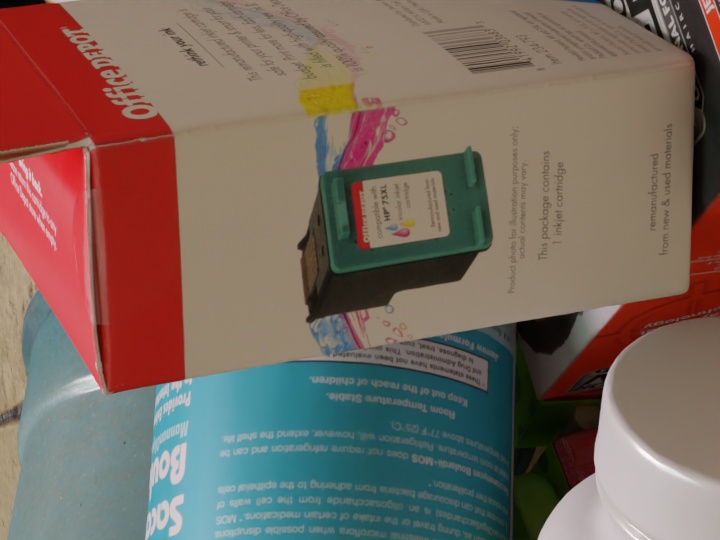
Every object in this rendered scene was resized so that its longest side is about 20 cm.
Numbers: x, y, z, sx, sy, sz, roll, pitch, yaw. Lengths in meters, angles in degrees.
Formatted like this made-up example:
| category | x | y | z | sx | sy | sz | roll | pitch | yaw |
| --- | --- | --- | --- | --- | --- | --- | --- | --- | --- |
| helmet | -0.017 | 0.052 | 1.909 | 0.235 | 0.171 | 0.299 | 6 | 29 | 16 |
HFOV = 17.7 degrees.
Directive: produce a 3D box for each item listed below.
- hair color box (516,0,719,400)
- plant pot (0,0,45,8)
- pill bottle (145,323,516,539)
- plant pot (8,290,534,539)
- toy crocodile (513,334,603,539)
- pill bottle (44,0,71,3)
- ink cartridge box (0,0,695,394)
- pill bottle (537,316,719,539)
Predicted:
| category | x | y | z | sx | sy | sz | roll | pitch | yaw |
| --- | --- | --- | --- | --- | --- | --- | --- | --- | --- |
| hair color box | 0.092 | -0.046 | 0.654 | 0.200 | 0.061 | 0.102 | 118 | 139 | -63 |
| plant pot | -0.224 | -0.149 | 1.406 | 0.197 | 0.199 | 0.201 | 93 | 161 | -52 |
| pill bottle | -0.010 | 0.091 | 0.681 | 0.111 | 0.110 | 0.201 | 125 | 150 | -65 |
| plant pot | -0.048 | 0.125 | 0.825 | 0.200 | 0.199 | 0.197 | 111 | 173 | -57 |
| toy crocodile | 0.069 | 0.042 | 0.751 | 0.062 | 0.067 | 0.201 | 116 | 142 | -60 |
| pill bottle | -0.095 | -0.156 | 1.036 | 0.200 | 0.116 | 0.117 | 60 | -159 | -87 |
| ink cartridge box | -0.027 | -0.029 | 0.601 | 0.116 | 0.199 | 0.068 | -134 | 39 | -60 |
| pill bottle | 0.097 | 0.118 | 0.629 | 0.111 | 0.111 | 0.201 | -124 | 31 | -54 |
